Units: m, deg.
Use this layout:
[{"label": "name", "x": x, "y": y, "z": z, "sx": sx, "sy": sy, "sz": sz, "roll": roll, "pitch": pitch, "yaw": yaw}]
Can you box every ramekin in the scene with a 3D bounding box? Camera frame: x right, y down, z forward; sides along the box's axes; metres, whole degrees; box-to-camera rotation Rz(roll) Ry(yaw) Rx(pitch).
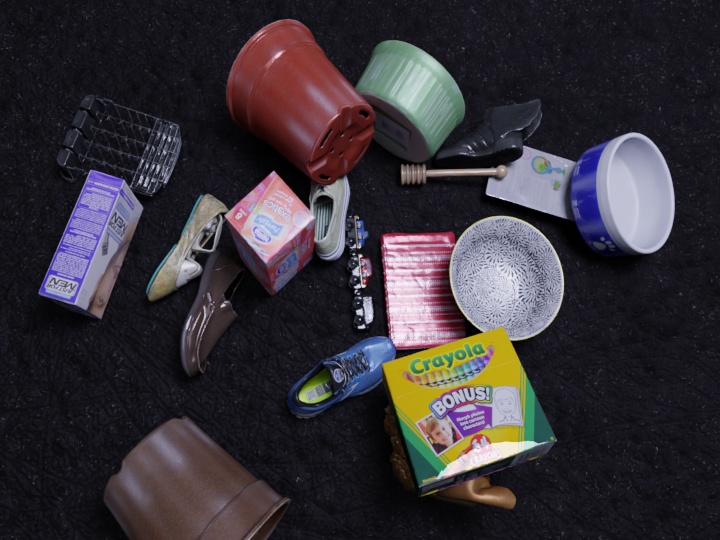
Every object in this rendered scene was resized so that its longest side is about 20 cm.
[{"label": "ramekin", "x": 0.076, "y": -0.284, "z": 0.924, "sx": 0.197, "sy": 0.200, "sz": 0.099, "roll": 35, "pitch": 80, "yaw": 5}]

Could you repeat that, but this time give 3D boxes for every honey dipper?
[{"label": "honey dipper", "x": 0.169, "y": -0.178, "z": 0.964, "sx": 0.191, "sy": 0.038, "sz": 0.040, "roll": -1, "pitch": 73, "yaw": 5}]

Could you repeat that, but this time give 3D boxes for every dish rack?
[{"label": "dish rack", "x": -0.415, "y": -0.213, "z": 0.926, "sx": 0.192, "sy": 0.055, "sz": 0.159, "roll": 16, "pitch": 74, "yaw": -3}]

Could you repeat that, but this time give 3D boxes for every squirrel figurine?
[{"label": "squirrel figurine", "x": 0.133, "y": 0.244, "z": 0.809, "sx": 0.192, "sy": 0.142, "sz": 0.194, "roll": 13, "pitch": 66, "yaw": -4}]

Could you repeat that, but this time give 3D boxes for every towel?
[{"label": "towel", "x": 0.109, "y": 0.031, "z": 0.924, "sx": 0.138, "sy": 0.023, "sz": 0.209, "roll": -2, "pitch": 76, "yaw": -8}]

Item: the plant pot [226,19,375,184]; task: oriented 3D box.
[{"label": "plant pot", "x": -0.088, "y": -0.262, "z": 0.876, "sx": 0.199, "sy": 0.203, "sz": 0.195, "roll": -40, "pitch": 68, "yaw": -15}]

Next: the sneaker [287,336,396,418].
[{"label": "sneaker", "x": -0.025, "y": 0.168, "z": 0.836, "sx": 0.196, "sy": 0.089, "sz": 0.080, "roll": -30, "pitch": 79, "yaw": -13}]

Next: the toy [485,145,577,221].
[{"label": "toy", "x": 0.333, "y": -0.158, "z": 0.987, "sx": 0.192, "sy": 0.047, "sz": 0.119, "roll": 16, "pitch": 71, "yaw": 5}]

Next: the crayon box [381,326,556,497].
[{"label": "crayon box", "x": 0.144, "y": 0.193, "z": 0.746, "sx": 0.192, "sy": 0.059, "sz": 0.177, "roll": -15, "pitch": 56, "yaw": -6}]

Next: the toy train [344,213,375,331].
[{"label": "toy train", "x": 0.000, "y": 0.000, "z": 0.915, "sx": 0.044, "sy": 0.034, "sz": 0.209, "roll": -4, "pitch": 74, "yaw": -9}]

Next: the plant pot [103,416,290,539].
[{"label": "plant pot", "x": -0.230, "y": 0.326, "z": 0.724, "sx": 0.197, "sy": 0.202, "sz": 0.201, "roll": 39, "pitch": 74, "yaw": 14}]

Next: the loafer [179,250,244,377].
[{"label": "loafer", "x": -0.234, "y": 0.070, "z": 0.850, "sx": 0.068, "sy": 0.073, "sz": 0.208, "roll": 12, "pitch": 73, "yaw": -1}]

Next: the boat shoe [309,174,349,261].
[{"label": "boat shoe", "x": -0.055, "y": -0.119, "z": 0.911, "sx": 0.069, "sy": 0.063, "sz": 0.207, "roll": -9, "pitch": 62, "yaw": 8}]

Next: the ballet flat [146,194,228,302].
[{"label": "ballet flat", "x": -0.280, "y": -0.031, "z": 0.880, "sx": 0.069, "sy": 0.071, "sz": 0.205, "roll": 24, "pitch": 71, "yaw": 2}]

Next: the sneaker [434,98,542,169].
[{"label": "sneaker", "x": 0.233, "y": -0.248, "z": 0.973, "sx": 0.192, "sy": 0.060, "sz": 0.108, "roll": -4, "pitch": 65, "yaw": 24}]

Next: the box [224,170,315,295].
[{"label": "box", "x": -0.136, "y": -0.048, "z": 0.829, "sx": 0.102, "sy": 0.201, "sz": 0.095, "roll": -43, "pitch": 83, "yaw": -14}]

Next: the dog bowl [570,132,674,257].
[{"label": "dog bowl", "x": 0.464, "y": -0.129, "z": 0.936, "sx": 0.193, "sy": 0.078, "sz": 0.210, "roll": 3, "pitch": 84, "yaw": -29}]

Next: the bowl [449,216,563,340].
[{"label": "bowl", "x": 0.234, "y": 0.023, "z": 0.901, "sx": 0.192, "sy": 0.095, "sz": 0.209, "roll": 2, "pitch": 73, "yaw": -5}]

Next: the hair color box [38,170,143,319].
[{"label": "hair color box", "x": -0.421, "y": -0.038, "z": 0.844, "sx": 0.062, "sy": 0.110, "sz": 0.207, "roll": 16, "pitch": 73, "yaw": -2}]
